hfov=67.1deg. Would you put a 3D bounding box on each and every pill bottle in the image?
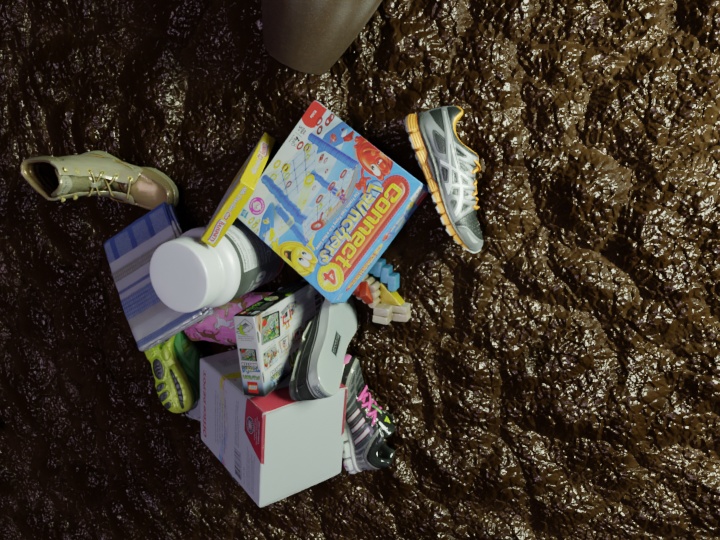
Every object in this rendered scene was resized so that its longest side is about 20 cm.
[{"bbox_3d":[-0.202,-0.012,0.792,0.112,0.200,0.116,5,105,20],"label":"pill bottle"}]

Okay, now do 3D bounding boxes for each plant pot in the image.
[{"bbox_3d":[-0.047,-0.359,0.673,0.186,0.187,0.201,35,127,9],"label":"plant pot"}]

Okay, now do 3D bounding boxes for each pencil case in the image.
[{"bbox_3d":[-0.196,0.074,0.877,0.197,0.087,0.084,-1,126,21],"label":"pencil case"}]

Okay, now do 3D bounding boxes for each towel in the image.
[{"bbox_3d":[-0.324,0.010,0.863,0.146,0.024,0.202,-29,75,13],"label":"towel"}]

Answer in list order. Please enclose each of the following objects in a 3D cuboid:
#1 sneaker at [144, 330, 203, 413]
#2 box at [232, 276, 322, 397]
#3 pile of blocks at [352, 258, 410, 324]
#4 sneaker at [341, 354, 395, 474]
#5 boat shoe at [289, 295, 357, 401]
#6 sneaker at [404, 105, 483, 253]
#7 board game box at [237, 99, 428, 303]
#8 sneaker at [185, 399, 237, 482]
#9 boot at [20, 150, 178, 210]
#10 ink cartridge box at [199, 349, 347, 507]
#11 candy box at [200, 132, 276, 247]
[{"bbox_3d":[-0.313,0.134,0.910,0.073,0.084,0.203,-13,85,9],"label":"sneaker"},{"bbox_3d":[-0.107,0.086,0.780,0.034,0.200,0.112,0,103,21],"label":"box"},{"bbox_3d":[0.000,0.000,0.792,0.200,0.062,0.082,43,114,6],"label":"pile of blocks"},{"bbox_3d":[0.011,0.224,0.841,0.086,0.074,0.203,-3,105,19],"label":"sneaker"},{"bbox_3d":[-0.055,0.096,0.768,0.063,0.201,0.071,-20,120,26],"label":"boat shoe"},{"bbox_3d":[0.125,-0.119,0.709,0.076,0.078,0.202,-21,99,11],"label":"sneaker"},{"bbox_3d":[-0.042,-0.093,0.752,0.195,0.056,0.201,40,99,15],"label":"board game box"},{"bbox_3d":[-0.255,0.274,0.963,0.114,0.075,0.203,-13,88,28],"label":"sneaker"},{"bbox_3d":[-0.410,-0.138,0.866,0.198,0.155,0.074,25,110,11],"label":"boot"},{"bbox_3d":[-0.137,0.216,0.817,0.199,0.143,0.147,22,113,46],"label":"ink cartridge box"},{"bbox_3d":[-0.166,-0.119,0.758,0.026,0.201,0.102,31,116,-17],"label":"candy box"}]
